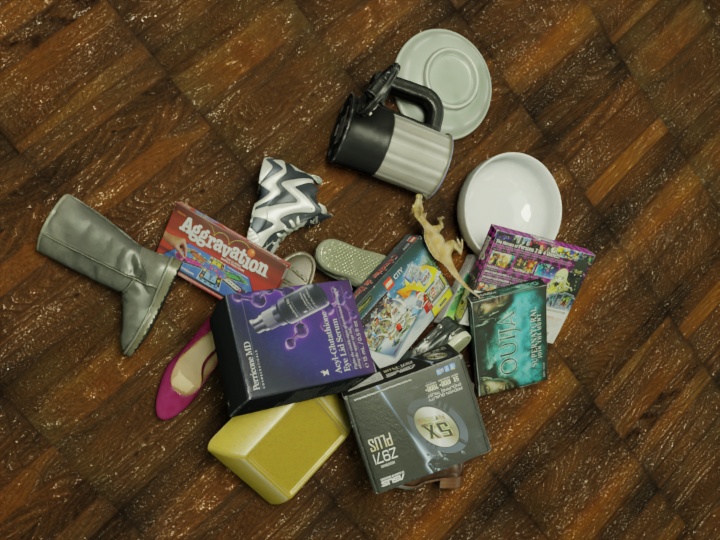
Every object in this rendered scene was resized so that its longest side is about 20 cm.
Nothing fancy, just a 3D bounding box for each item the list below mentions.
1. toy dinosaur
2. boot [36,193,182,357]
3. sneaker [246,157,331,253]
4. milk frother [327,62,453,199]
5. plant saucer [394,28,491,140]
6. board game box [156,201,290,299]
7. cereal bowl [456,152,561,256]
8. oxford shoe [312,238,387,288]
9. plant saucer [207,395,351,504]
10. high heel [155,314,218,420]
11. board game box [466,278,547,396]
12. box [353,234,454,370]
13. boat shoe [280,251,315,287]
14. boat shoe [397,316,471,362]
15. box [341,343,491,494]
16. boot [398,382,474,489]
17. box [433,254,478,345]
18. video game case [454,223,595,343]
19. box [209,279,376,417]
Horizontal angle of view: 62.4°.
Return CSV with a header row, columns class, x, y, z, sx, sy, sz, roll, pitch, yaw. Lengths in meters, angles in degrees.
class,x,y,z,sx,sy,sz,roll,pitch,yaw
toy dinosaur,0.139,-0.036,1.025,0.058,0.101,0.201,-32,89,26
boot,-0.389,0.010,0.889,0.198,0.073,0.184,26,89,-14
sneaker,-0.114,-0.074,0.967,0.128,0.080,0.202,11,77,-8
milk frother,0.066,-0.221,0.952,0.186,0.200,0.183,17,104,-16
plant saucer,0.155,-0.338,1.067,0.197,0.050,0.204,0,90,-17
board game box,-0.215,-0.013,0.918,0.198,0.019,0.104,29,103,4
cereal bowl,0.260,-0.107,1.079,0.197,0.083,0.203,0,90,-16
oxford shoe,0.000,0.000,1.018,0.198,0.057,0.076,25,77,-30
plant saucer,-0.107,0.262,0.936,0.200,0.048,0.201,-45,130,-16
high heel,-0.255,0.144,0.915,0.067,0.096,0.202,30,81,-14
board game box,0.259,0.121,1.042,0.133,0.028,0.202,-13,117,-4
box,0.061,0.057,1.009,0.200,0.038,0.137,-46,119,-20
boat shoe,-0.137,0.061,0.969,0.071,0.068,0.201,31,83,5
boat shoe,0.096,0.153,1.036,0.199,0.074,0.066,-41,62,10
box,0.085,0.233,0.951,0.197,0.086,0.166,-18,97,-4
boot,0.112,0.273,1.044,0.184,0.064,0.203,8,88,-25
box,0.250,0.082,1.100,0.198,0.036,0.146,30,82,-13
video game case,0.285,0.028,1.039,0.197,0.036,0.183,12,112,-16
box,-0.099,0.109,0.851,0.198,0.104,0.150,-8,70,-31
